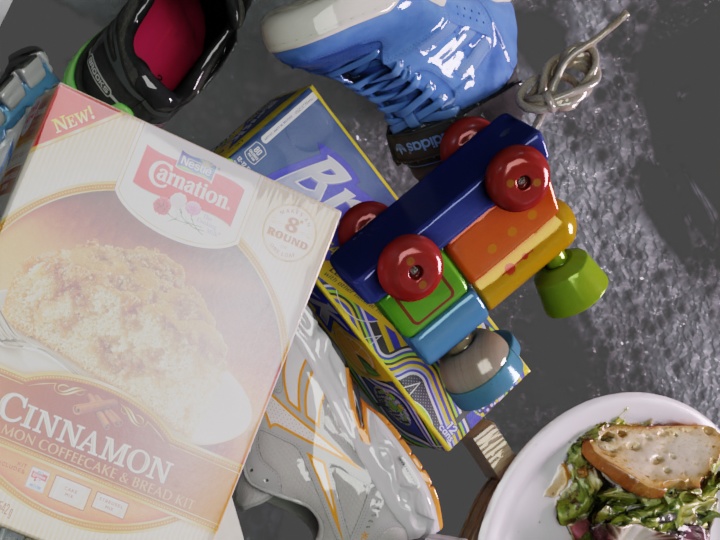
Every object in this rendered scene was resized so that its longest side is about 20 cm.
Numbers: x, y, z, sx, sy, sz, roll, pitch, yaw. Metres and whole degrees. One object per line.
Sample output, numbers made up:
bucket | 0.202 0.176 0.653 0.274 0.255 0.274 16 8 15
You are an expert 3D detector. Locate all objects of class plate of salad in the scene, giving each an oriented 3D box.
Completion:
plate of salad | 0.154 0.170 1.231 0.199 0.048 0.202 -2 95 -28

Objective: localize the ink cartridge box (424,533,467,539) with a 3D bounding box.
ink cartridge box | 0.059 0.268 1.133 0.176 0.045 0.201 38 72 -23

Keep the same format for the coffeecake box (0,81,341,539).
coffeecake box | -0.119 0.034 1.046 0.153 0.073 0.201 23 82 -16

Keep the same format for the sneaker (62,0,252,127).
sneaker | -0.079 -0.146 1.130 0.077 0.083 0.201 39 59 -28

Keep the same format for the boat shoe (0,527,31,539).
boat shoe | -0.188 0.134 1.099 0.064 0.074 0.204 14 90 -24

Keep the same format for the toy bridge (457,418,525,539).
toy bridge | 0.013 0.168 1.197 0.200 0.027 0.067 -38 102 -17

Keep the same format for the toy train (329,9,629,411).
toy train | 0.093 -0.027 1.125 0.200 0.085 0.116 -39 114 -4

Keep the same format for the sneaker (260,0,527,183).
sneaker | 0.027 -0.099 1.154 0.200 0.076 0.112 -19 98 -57

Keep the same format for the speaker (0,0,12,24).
speaker | -0.262 -0.180 1.077 0.199 0.081 0.082 25 80 -18

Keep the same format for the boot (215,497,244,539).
boot | -0.121 0.201 1.114 0.143 0.072 0.202 -5 92 -3

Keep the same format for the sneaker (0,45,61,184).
sneaker | -0.203 -0.016 1.100 0.087 0.075 0.200 47 74 -19

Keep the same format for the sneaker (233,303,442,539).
sneaker | -0.044 0.076 1.150 0.092 0.076 0.201 -35 87 -7

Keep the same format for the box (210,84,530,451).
box | 0.000 0.000 1.179 0.070 0.064 0.200 -42 102 -17
